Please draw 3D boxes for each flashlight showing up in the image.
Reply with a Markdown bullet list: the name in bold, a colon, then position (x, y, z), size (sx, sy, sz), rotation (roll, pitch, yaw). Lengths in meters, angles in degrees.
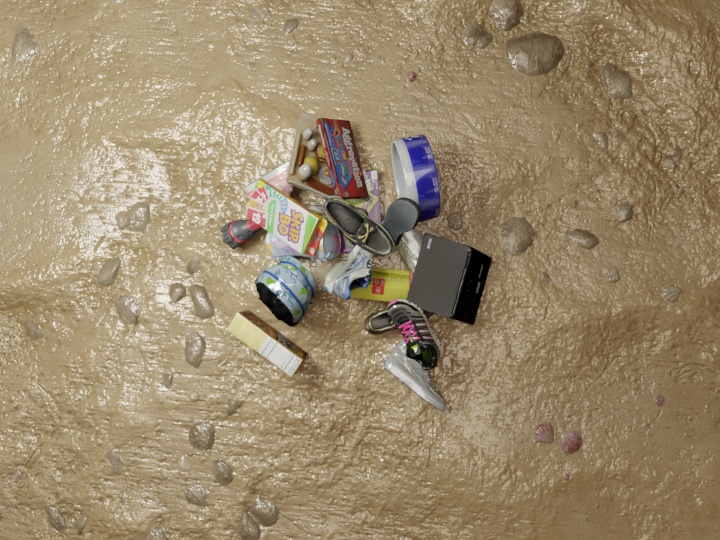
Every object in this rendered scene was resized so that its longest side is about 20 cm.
- **flashlight**: position (-0.258, -0.121, 1.367), size (0.197, 0.069, 0.068), rotation (-25, 128, 30)

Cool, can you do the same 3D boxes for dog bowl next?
- **dog bowl**: position (0.132, -0.220, 1.339), size (0.076, 0.200, 0.206), rotation (-12, 89, -2)

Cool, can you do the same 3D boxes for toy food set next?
- **toy food set**: position (-0.098, -0.275, 1.362), size (0.140, 0.060, 0.206), rotation (19, 64, -23)

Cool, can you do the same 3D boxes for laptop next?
- **laptop**: position (0.225, 0.025, 1.381), size (0.102, 0.198, 0.182), rotation (16, 89, 39)

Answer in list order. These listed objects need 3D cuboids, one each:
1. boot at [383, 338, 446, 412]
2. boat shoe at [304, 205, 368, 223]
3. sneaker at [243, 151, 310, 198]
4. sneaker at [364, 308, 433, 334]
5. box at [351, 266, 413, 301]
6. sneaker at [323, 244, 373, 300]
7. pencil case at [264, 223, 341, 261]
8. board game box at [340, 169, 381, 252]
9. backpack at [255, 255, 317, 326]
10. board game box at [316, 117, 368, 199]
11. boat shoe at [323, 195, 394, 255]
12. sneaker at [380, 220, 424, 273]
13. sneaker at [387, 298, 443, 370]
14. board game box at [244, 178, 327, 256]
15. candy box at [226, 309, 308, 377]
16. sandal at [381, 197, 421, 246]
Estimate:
- **boot**: position (0.157, 0.262, 1.396), size (0.199, 0.073, 0.096), rotation (39, 81, -6)
- **boat shoe**: position (-0.068, -0.126, 1.384), size (0.195, 0.075, 0.074), rotation (3, 95, 30)
- **sneaker**: position (-0.190, -0.216, 1.412), size (0.197, 0.075, 0.106), rotation (-33, 104, -8)
- **sneaker**: position (0.104, 0.119, 1.396), size (0.195, 0.076, 0.072), rotation (-21, 89, 1)
- **box**: position (0.053, 0.035, 1.394), size (0.194, 0.076, 0.051), rotation (8, 130, 2)
- **sneaker**: position (0.000, 0.000, 1.343), size (0.084, 0.078, 0.200), rotation (33, 61, 19)
- **pencil case**: position (-0.143, -0.070, 1.356), size (0.195, 0.083, 0.093), rotation (1, 60, 33)
- **board game box**: position (-0.006, -0.152, 1.426), size (0.116, 0.032, 0.207), rotation (-3, 89, -2)
- **backpack**: position (-0.182, 0.047, 1.340), size (0.153, 0.200, 0.164), rotation (-41, 88, -1)
- **board game box**: position (-0.043, -0.276, 1.368), size (0.019, 0.101, 0.206), rotation (-21, 81, 45)
- **boat shoe**: position (-0.005, -0.099, 1.296), size (0.199, 0.061, 0.072), rotation (36, 100, -3)
- **sneaker**: position (0.127, -0.051, 1.383), size (0.197, 0.073, 0.086), rotation (30, 62, -3)
- **sneaker**: position (0.131, 0.159, 1.322), size (0.073, 0.088, 0.202), rotation (-26, 110, 29)
- **board game box**: position (-0.175, -0.121, 1.287), size (0.197, 0.030, 0.097), rotation (32, 111, 11)
- **candy box**: position (-0.229, 0.179, 1.380), size (0.198, 0.115, 0.056), rotation (35, 91, 1)
- **sandal**: position (0.092, -0.117, 1.292), size (0.042, 0.200, 0.077), rotation (-35, 85, -24)
